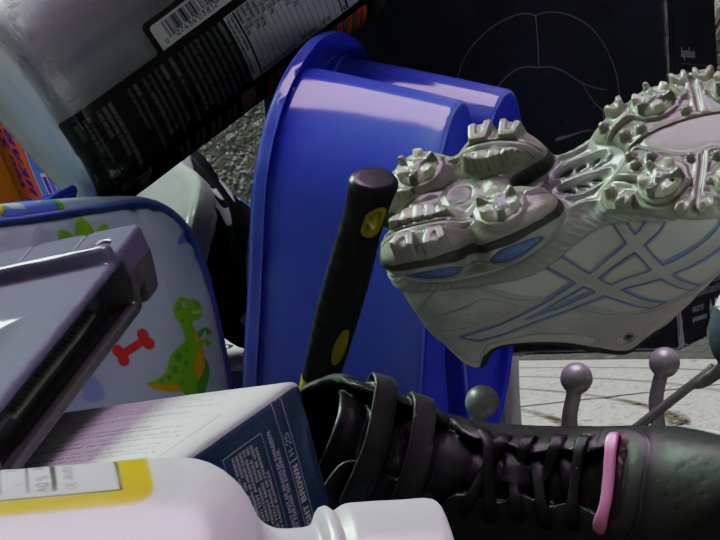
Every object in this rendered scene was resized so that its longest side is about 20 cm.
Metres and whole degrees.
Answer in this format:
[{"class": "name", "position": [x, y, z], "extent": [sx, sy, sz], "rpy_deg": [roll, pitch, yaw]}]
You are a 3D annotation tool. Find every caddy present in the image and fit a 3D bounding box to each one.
[{"class": "caddy", "position": [0.000, 0.000, 1.151], "extent": [0.105, 0.201, 0.141], "rpy_deg": [6, 9, 21]}]

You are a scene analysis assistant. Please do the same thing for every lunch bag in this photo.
[{"class": "lunch bag", "position": [-0.145, 0.052, 1.090], "extent": [0.200, 0.161, 0.082], "rpy_deg": [-9, -7, -40]}]

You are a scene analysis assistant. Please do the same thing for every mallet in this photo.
[{"class": "mallet", "position": [-0.025, 0.048, 1.024], "extent": [0.066, 0.200, 0.041], "rpy_deg": [-15, 45, -26]}]

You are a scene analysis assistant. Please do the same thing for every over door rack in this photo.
[{"class": "over door rack", "position": [0.116, 0.058, 1.077], "extent": [0.200, 0.067, 0.148], "rpy_deg": [-29, -12, 37]}]

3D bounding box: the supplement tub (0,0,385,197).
[{"class": "supplement tub", "position": [-0.071, -0.127, 1.170], "extent": [0.200, 0.123, 0.122], "rpy_deg": [-38, 12, -13]}]

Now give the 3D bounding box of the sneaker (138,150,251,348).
[{"class": "sneaker", "position": [-0.065, 0.005, 1.286], "extent": [0.073, 0.112, 0.200], "rpy_deg": [-43, 21, 13]}]

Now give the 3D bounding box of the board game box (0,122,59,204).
[{"class": "board game box", "position": [-0.229, 0.003, 1.302], "extent": [0.200, 0.200, 0.200], "rpy_deg": [-24, 1, 6]}]

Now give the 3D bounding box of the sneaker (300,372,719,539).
[{"class": "sneaker", "position": [0.045, 0.077, 0.960], "extent": [0.200, 0.071, 0.099], "rpy_deg": [-9, -32, 40]}]

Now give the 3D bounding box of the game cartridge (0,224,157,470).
[{"class": "game cartridge", "position": [-0.153, 0.039, 0.876], "extent": [0.129, 0.038, 0.200], "rpy_deg": [-8, 18, 14]}]

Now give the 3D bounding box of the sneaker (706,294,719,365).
[{"class": "sneaker", "position": [0.177, 0.008, 0.959], "extent": [0.071, 0.073, 0.200], "rpy_deg": [-19, -11, 26]}]

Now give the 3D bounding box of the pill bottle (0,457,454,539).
[{"class": "pill bottle", "position": [-0.077, 0.101, 0.621], "extent": [0.199, 0.112, 0.111], "rpy_deg": [-4, 3, -7]}]

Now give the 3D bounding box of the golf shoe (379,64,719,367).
[{"class": "golf shoe", "position": [0.109, -0.015, 1.024], "extent": [0.200, 0.097, 0.078], "rpy_deg": [-10, 41, 18]}]

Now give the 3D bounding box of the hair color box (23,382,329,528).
[{"class": "hair color box", "position": [-0.096, 0.096, 0.809], "extent": [0.100, 0.061, 0.200], "rpy_deg": [-9, 11, 28]}]

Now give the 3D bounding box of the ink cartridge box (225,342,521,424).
[{"class": "ink cartridge box", "position": [-0.022, 0.074, 1.347], "extent": [0.199, 0.077, 0.136], "rpy_deg": [-2, 4, 7]}]

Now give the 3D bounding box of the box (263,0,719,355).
[{"class": "box", "position": [0.064, -0.062, 1.279], "extent": [0.200, 0.197, 0.124], "rpy_deg": [-2, 4, 18]}]
